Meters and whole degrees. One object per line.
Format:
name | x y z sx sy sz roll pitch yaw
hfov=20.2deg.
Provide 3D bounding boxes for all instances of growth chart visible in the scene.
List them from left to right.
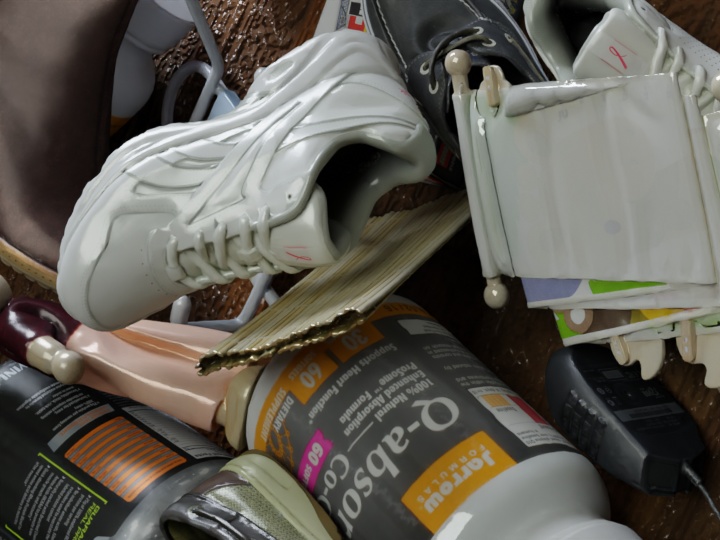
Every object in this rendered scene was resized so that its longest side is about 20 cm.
growth chart | 0.109 -0.025 0.898 0.200 0.018 0.145 9 110 52

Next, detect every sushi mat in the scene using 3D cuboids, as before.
sushi mat | 0.000 0.000 0.985 0.095 0.200 0.012 -17 102 29

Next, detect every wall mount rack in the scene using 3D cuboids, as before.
wall mount rack | -0.079 -0.068 1.097 0.200 0.074 0.174 53 130 38

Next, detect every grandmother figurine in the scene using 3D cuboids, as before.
grandmother figurine | -0.140 0.038 1.032 0.199 0.121 0.061 18 82 11

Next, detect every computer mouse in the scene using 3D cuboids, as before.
computer mouse | 0.149 0.107 0.911 0.200 0.058 0.034 51 123 32

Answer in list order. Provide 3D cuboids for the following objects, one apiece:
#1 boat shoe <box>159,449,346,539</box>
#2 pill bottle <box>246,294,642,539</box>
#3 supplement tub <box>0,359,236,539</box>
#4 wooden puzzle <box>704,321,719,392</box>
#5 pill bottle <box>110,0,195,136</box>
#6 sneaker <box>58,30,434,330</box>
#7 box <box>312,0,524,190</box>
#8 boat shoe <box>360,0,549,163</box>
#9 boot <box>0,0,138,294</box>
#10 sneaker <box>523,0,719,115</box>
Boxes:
boat shoe | -0.018 0.160 0.896 0.065 0.073 0.200 -27 43 -24
pill bottle | 0.044 0.108 0.944 0.200 0.116 0.117 42 100 38
supplement tub | -0.123 0.132 1.054 0.200 0.122 0.123 29 92 40
wooden puzzle | 0.231 -0.003 0.851 0.200 0.046 0.186 -31 80 22
pill bottle | -0.193 -0.114 1.200 0.200 0.111 0.111 -40 55 19
sneaker | -0.053 -0.029 0.955 0.200 0.078 0.099 -36 47 2
box | 0.036 -0.151 1.093 0.110 0.035 0.201 16 84 39
boat shoe | 0.060 -0.086 1.001 0.070 0.066 0.200 -33 71 7
boot | -0.156 -0.090 1.087 0.200 0.072 0.167 38 108 20
sneaker | 0.143 -0.078 0.946 0.200 0.099 0.078 38 97 39
